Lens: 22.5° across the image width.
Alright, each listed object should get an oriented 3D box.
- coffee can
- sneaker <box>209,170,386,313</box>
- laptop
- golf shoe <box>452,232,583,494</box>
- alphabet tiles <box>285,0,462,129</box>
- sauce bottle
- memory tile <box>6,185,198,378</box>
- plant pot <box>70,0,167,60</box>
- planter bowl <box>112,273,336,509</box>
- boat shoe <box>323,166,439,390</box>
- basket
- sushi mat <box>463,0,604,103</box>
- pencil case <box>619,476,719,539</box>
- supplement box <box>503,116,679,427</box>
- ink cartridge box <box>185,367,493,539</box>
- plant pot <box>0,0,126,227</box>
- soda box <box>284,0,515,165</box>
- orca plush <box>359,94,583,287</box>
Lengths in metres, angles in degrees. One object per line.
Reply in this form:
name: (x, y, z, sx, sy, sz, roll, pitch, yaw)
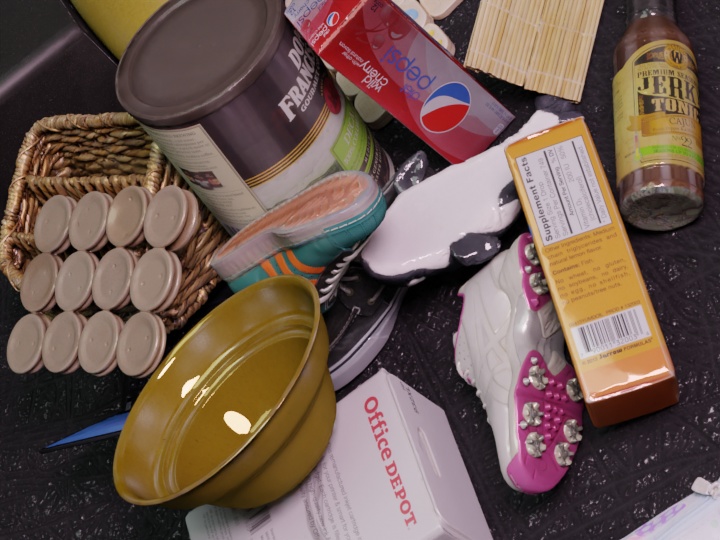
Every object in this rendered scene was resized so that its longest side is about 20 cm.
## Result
coffee can: (-0.079, -0.112, 1.427, 0.145, 0.200, 0.147, -18, 46, 20)
sneaker: (-0.031, -0.013, 1.337, 0.071, 0.080, 0.199, -50, 16, -32)
laptop: (-0.157, 0.058, 1.484, 0.176, 0.103, 0.202, -14, 59, 32)
golf shoe: (0.109, 0.074, 1.293, 0.091, 0.075, 0.202, -26, 45, 37)
alphabet tiles: (0.004, -0.212, 1.562, 0.195, 0.015, 0.201, -43, 47, 12)
sauce bottle: (0.213, -0.130, 1.314, 0.064, 0.065, 0.202, -17, 59, 31)
memory tile: (-0.206, 0.009, 1.432, 0.199, 0.017, 0.155, -2, 74, 46)
plant pot: (-0.162, -0.245, 1.613, 0.199, 0.199, 0.143, -25, 78, 26)
planter bowl: (-0.077, 0.106, 1.290, 0.200, 0.083, 0.201, -36, 28, 22)
boat shoe: (0.000, 0.000, 1.411, 0.072, 0.071, 0.201, 32, 90, 44)
basket: (-0.224, -0.034, 1.522, 0.199, 0.150, 0.143, 4, 46, 44)
sushi mat: (0.148, -0.231, 1.415, 0.012, 0.095, 0.202, 135, 152, -70)
pencil case: (0.188, 0.197, 1.140, 0.199, 0.091, 0.084, -37, 49, 18)
supplement box: (0.159, 0.000, 1.250, 0.068, 0.067, 0.202, -17, 66, 7)
ink cartridge box: (-0.015, 0.193, 1.310, 0.199, 0.084, 0.146, -37, 47, 18)
plant pot: (-0.308, -0.164, 1.673, 0.177, 0.200, 0.200, -41, 47, 4)
soda box: (0.031, -0.155, 1.379, 0.063, 0.200, 0.070, -46, 46, 9)
orca plush: (0.084, -0.051, 1.370, 0.105, 0.071, 0.201, 29, 71, 25)
